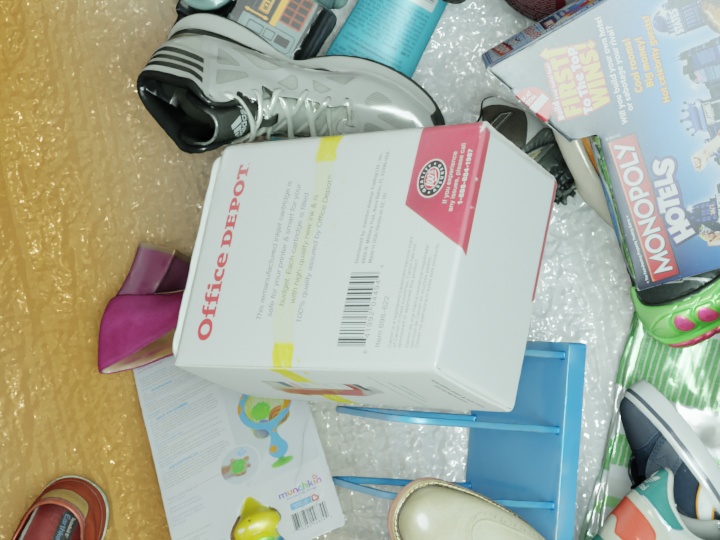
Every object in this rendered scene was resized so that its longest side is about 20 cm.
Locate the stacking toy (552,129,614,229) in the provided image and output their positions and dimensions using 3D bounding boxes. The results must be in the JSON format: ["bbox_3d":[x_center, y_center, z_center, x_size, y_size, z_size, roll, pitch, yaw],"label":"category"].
[{"bbox_3d":[0.225,-0.118,1.046,0.200,0.146,0.146,-23,83,26],"label":"stacking toy"}]

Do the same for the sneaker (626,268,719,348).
[{"bbox_3d":[0.262,-0.028,1.091,0.200,0.077,0.084,-27,65,-8],"label":"sneaker"}]

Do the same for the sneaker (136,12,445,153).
[{"bbox_3d":[-0.051,-0.093,1.074,0.200,0.115,0.076,19,125,8],"label":"sneaker"}]

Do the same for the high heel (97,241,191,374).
[{"bbox_3d":[-0.091,0.045,1.122,0.200,0.067,0.096,12,79,40],"label":"high heel"}]

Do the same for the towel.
[{"bbox_3d":[0.237,0.119,1.116,0.152,0.023,0.201,12,88,8],"label":"towel"}]

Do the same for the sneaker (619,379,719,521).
[{"bbox_3d":[0.209,0.170,1.067,0.079,0.078,0.200,-32,86,-1],"label":"sneaker"}]

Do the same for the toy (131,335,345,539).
[{"bbox_3d":[-0.080,0.119,1.126,0.115,0.047,0.200,-25,47,7],"label":"toy"}]

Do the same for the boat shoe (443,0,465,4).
[{"bbox_3d":[0.033,-0.263,1.102,0.072,0.066,0.201,-17,66,4],"label":"boat shoe"}]

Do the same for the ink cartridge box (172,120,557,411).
[{"bbox_3d":[0.000,0.000,0.979,0.200,0.083,0.146,0,70,39],"label":"ink cartridge box"}]

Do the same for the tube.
[{"bbox_3d":[0.008,-0.146,1.155,0.077,0.050,0.200,31,95,12],"label":"tube"}]

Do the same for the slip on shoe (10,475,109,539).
[{"bbox_3d":[-0.233,0.237,1.154,0.074,0.061,0.200,23,91,7],"label":"slip on shoe"}]

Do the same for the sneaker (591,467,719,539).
[{"bbox_3d":[0.228,0.195,0.997,0.200,0.070,0.093,35,90,-8],"label":"sneaker"}]

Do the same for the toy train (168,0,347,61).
[{"bbox_3d":[-0.051,-0.226,1.153,0.114,0.085,0.200,29,89,-3],"label":"toy train"}]

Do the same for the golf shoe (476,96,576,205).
[{"bbox_3d":[0.050,-0.034,1.135,0.200,0.078,0.095,-39,64,2],"label":"golf shoe"}]

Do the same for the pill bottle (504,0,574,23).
[{"bbox_3d":[0.131,-0.217,1.062,0.113,0.200,0.113,-1,86,8],"label":"pill bottle"}]

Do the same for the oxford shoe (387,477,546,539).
[{"bbox_3d":[0.103,0.189,0.966,0.200,0.074,0.071,38,78,-13],"label":"oxford shoe"}]

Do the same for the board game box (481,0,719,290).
[{"bbox_3d":[0.180,-0.101,0.975,0.199,0.062,0.200,-15,103,5],"label":"board game box"}]

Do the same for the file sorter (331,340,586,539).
[{"bbox_3d":[0.053,0.140,1.061,0.122,0.139,0.201,6,86,-21],"label":"file sorter"}]
